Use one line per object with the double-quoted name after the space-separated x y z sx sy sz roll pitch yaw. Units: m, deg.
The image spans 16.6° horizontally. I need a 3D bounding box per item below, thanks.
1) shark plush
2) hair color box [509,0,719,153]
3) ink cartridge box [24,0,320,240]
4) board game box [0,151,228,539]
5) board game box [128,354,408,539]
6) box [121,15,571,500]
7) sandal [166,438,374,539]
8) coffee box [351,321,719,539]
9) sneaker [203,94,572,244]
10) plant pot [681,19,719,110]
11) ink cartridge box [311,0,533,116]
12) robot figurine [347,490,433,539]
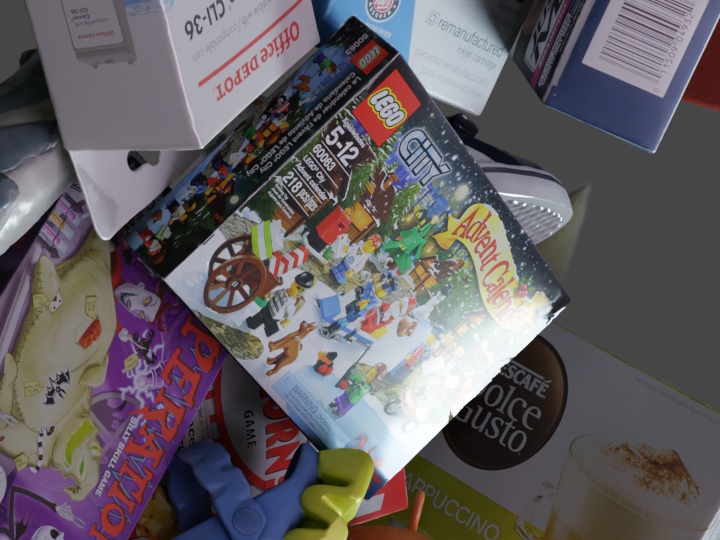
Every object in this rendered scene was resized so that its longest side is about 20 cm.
-0.150 -0.065 0.995 0.200 0.083 0.091 -51 178 -21 "shark plush"
0.116 -0.132 1.170 0.060 0.200 0.100 23 103 -10 "hair color box"
-0.078 -0.124 0.979 0.117 0.067 0.201 -48 131 -53 "ink cartridge box"
-0.125 0.050 1.045 0.120 0.032 0.201 50 56 -38 "board game box"
-0.066 0.058 1.158 0.199 0.046 0.153 -13 99 -45 "board game box"
0.000 0.000 1.090 0.137 0.038 0.200 -44 138 -4 "box"
-0.066 0.150 1.057 0.080 0.087 0.201 117 -3 -52 "sandal"
0.137 0.158 1.380 0.200 0.199 0.199 31 88 -53 "coffee box"
0.015 -0.052 1.165 0.199 0.080 0.078 3 151 -39 "sneaker"
0.294 -0.188 1.351 0.200 0.176 0.201 -36 137 -28 "plant pot"
0.032 -0.189 1.119 0.145 0.084 0.201 17 100 -53 "ink cartridge box"
-0.006 0.203 1.146 0.200 0.143 0.117 -51 166 -26 "robot figurine"
